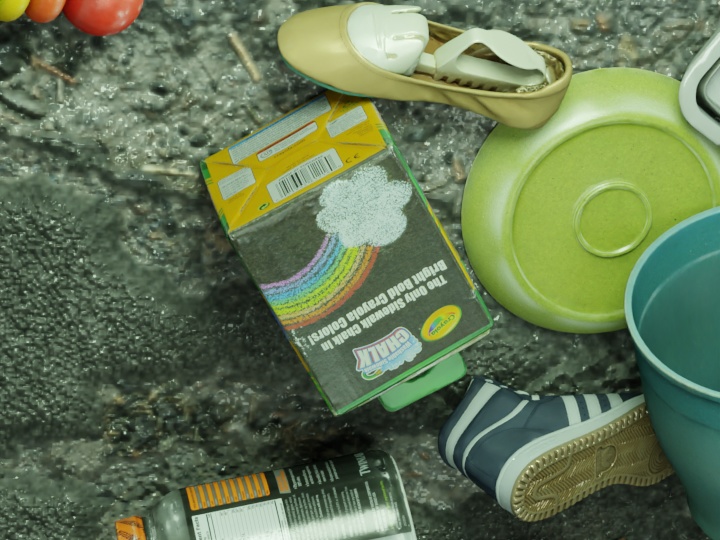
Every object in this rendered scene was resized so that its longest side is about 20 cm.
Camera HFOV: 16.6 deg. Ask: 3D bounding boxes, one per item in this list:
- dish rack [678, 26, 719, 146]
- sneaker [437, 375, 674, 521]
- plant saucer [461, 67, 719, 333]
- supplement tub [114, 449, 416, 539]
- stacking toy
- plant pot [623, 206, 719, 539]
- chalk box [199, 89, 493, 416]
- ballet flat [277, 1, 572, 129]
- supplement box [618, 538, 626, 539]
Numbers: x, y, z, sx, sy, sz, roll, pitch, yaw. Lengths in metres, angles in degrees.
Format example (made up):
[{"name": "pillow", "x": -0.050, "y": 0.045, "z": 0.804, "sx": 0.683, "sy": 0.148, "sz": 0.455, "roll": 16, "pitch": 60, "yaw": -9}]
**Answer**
[{"name": "dish rack", "x": 0.323, "y": -0.132, "z": 1.669, "sx": 0.200, "sy": 0.044, "sz": 0.172, "roll": 34, "pitch": 104, "yaw": -24}, {"name": "sneaker", "x": 0.145, "y": 0.111, "z": 1.746, "sx": 0.199, "sy": 0.108, "sz": 0.070, "roll": -15, "pitch": 120, "yaw": -39}, {"name": "plant saucer", "x": 0.169, "y": -0.040, "z": 1.690, "sx": 0.199, "sy": 0.031, "sz": 0.201, "roll": -5, "pitch": 116, "yaw": -10}, {"name": "supplement tub", "x": -0.064, "y": 0.200, "z": 1.708, "sx": 0.199, "sy": 0.123, "sz": 0.123, "roll": -11, "pitch": 118, "yaw": -6}, {"name": "stacking toy", "x": -0.229, "y": -0.187, "z": 1.516, "sx": 0.199, "sy": 0.085, "sz": 0.086, "roll": 10, "pitch": 114, "yaw": -24}, {"name": "plant pot", "x": 0.283, "y": 0.086, "z": 1.669, "sx": 0.199, "sy": 0.200, "sz": 0.188, "roll": -14, "pitch": 131, "yaw": -5}, {"name": "chalk box", "x": 0.000, "y": 0.000, "z": 1.623, "sx": 0.124, "sy": 0.124, "sz": 0.200, "roll": -28, "pitch": 119, "yaw": 2}, {"name": "ballet flat", "x": 0.046, "y": -0.142, "z": 1.591, "sx": 0.199, "sy": 0.069, "sz": 0.063, "roll": 10, "pitch": 147, "yaw": -24}, {"name": "supplement box", "x": 0.221, "y": 0.299, "z": 1.848, "sx": 0.069, "sy": 0.067, "sz": 0.200, "roll": -30, "pitch": 119, "yaw": 1}]
